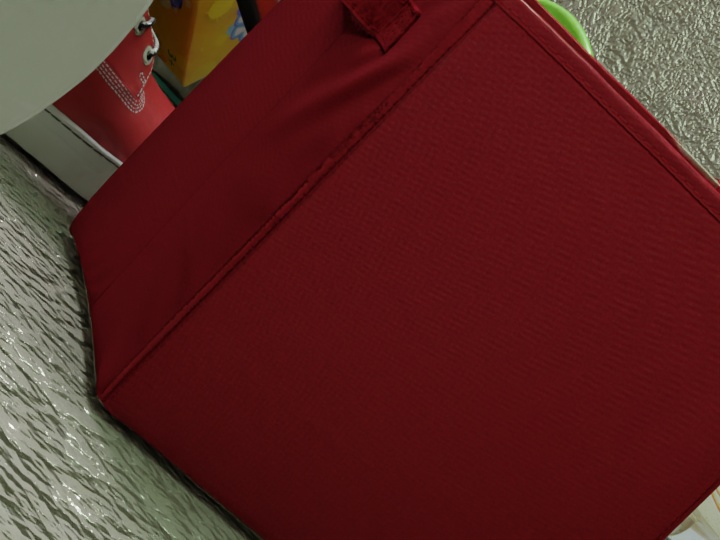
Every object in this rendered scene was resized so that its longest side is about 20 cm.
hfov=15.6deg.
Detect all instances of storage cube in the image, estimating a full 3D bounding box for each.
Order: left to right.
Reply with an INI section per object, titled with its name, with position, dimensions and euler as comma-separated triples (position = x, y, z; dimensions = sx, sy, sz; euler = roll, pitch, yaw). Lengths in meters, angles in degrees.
[storage cube]
position = 0.025, 0.002, 0.885
dimensions = 0.200, 0.180, 0.171
euler = 41, 9, -21

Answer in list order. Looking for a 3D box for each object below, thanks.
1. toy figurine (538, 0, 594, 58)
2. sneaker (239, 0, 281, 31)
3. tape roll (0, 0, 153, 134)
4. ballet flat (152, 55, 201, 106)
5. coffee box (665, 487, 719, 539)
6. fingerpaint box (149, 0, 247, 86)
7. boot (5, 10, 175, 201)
[toy figurine]
position = 0.003, -0.091, 1.345
dimensions = 0.150, 0.200, 0.184
euler = -4, -26, 43
[sneaker]
position = 0.021, -0.076, 0.992
dimensions = 0.067, 0.108, 0.202
euler = -118, -172, -68
[tape roll]
position = -0.134, -0.136, 0.685
dimensions = 0.203, 0.203, 0.139
euler = 44, 7, -11
[ballet flat]
position = -0.113, -0.137, 1.318
dimensions = 0.200, 0.064, 0.067
euler = 36, 12, -48
[coffee box]
position = 0.127, 0.082, 1.087
dimensions = 0.114, 0.080, 0.200
euler = 36, 32, -19
[fingerpaint box]
position = -0.082, -0.203, 1.063
dimensions = 0.167, 0.073, 0.200
euler = 49, -31, 22
[boot]
position = -0.086, -0.108, 1.007
dimensions = 0.200, 0.144, 0.072
euler = 39, 9, -42
